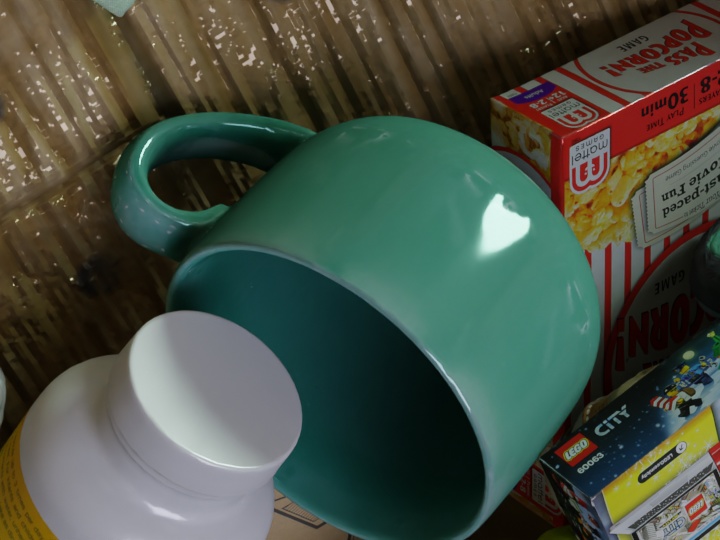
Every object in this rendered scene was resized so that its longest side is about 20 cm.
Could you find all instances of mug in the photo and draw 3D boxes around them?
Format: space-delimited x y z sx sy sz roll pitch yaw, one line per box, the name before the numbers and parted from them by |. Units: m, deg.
mug | 0.009 0.003 1.151 0.114 0.152 0.185 -47 116 -34

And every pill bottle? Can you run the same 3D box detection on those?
pill bottle | -0.101 0.103 1.155 0.104 0.104 0.200 8 139 -31

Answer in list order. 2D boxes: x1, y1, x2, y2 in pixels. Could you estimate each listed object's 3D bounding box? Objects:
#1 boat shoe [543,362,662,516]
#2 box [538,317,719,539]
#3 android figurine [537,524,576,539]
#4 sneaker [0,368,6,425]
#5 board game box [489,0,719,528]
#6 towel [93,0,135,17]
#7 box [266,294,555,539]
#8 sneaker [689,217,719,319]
boat shoe | 0.171 0.068 1.244 0.200 0.075 0.068 -8 146 -41
box | 0.178 0.069 1.180 0.200 0.038 0.137 -36 129 -13
android figurine | 0.075 0.151 1.300 0.200 0.041 0.182 -9 162 -23
sneaker | -0.231 0.081 1.135 0.200 0.078 0.099 -35 126 -4
board game box | 0.126 -0.007 1.255 0.151 0.046 0.200 -27 131 -30
towel | -0.078 -0.203 1.063 0.153 0.023 0.200 32 102 -39
box | 0.008 0.076 1.287 0.200 0.021 0.164 -4 121 -24
sneaker | 0.211 0.011 1.261 0.200 0.074 0.088 -16 129 -41
